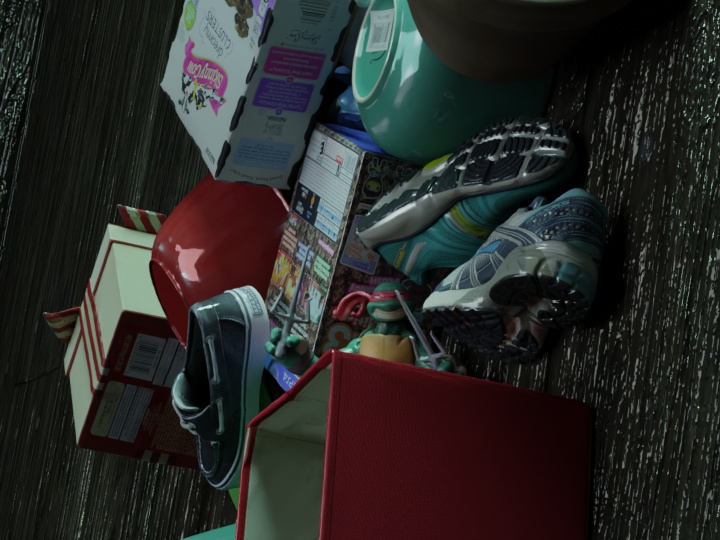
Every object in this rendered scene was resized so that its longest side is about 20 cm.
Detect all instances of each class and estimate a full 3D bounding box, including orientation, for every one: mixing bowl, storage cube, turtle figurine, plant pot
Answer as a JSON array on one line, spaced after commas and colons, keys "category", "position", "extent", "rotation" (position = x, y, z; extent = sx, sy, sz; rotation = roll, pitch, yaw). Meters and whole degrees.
[{"category": "mixing bowl", "position": [-0.111, 0.012, 1.848], "extent": [0.201, 0.108, 0.201], "rotation": [55, 162, 27]}, {"category": "storage cube", "position": [0.028, 0.173, 1.368], "extent": [0.171, 0.179, 0.201], "rotation": [136, 141, -59]}, {"category": "turtle figurine", "position": [0.017, 0.081, 1.546], "extent": [0.149, 0.101, 0.201], "rotation": [-3, 87, 29]}, {"category": "plant pot", "position": [0.099, -0.216, 1.434], "extent": [0.174, 0.199, 0.201], "rotation": [104, 170, -64]}]

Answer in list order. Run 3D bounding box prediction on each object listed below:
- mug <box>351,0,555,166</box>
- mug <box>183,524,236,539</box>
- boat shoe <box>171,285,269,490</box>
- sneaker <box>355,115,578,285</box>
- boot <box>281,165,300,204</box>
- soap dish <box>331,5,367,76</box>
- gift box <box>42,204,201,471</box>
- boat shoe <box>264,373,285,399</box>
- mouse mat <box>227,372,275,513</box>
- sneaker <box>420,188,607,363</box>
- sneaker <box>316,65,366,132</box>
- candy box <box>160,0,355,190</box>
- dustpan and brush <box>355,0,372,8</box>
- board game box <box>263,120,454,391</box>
[{"category": "mug", "position": [0.055, -0.141, 1.593], "extent": [0.153, 0.114, 0.185], "rotation": [-96, 26, -44]}, {"category": "mug", "position": [-0.067, 0.265, 1.642], "extent": [0.185, 0.114, 0.153], "rotation": [-14, 87, 61]}, {"category": "boat shoe", "position": [-0.119, 0.101, 1.734], "extent": [0.072, 0.067, 0.201], "rotation": [54, 146, 38]}, {"category": "sneaker", "position": [0.085, -0.047, 1.521], "extent": [0.200, 0.080, 0.078], "rotation": [-26, 23, 47]}, {"category": "boot", "position": [-0.069, -0.072, 1.899], "extent": [0.200, 0.070, 0.132], "rotation": [26, 142, 62]}, {"category": "soap dish", "position": [0.005, -0.281, 1.820], "extent": [0.158, 0.081, 0.201], "rotation": [-66, -2, -60]}, {"category": "gift box", "position": [-0.195, 0.061, 2.089], "extent": [0.185, 0.199, 0.187], "rotation": [-64, 21, 23]}, {"category": "boat shoe", "position": [-0.063, 0.152, 1.827], "extent": [0.202, 0.074, 0.065], "rotation": [-122, 42, -51]}, {"category": "mouse mat", "position": [-0.070, 0.183, 1.761], "extent": [0.201, 0.007, 0.161], "rotation": [63, 151, 26]}, {"category": "sneaker", "position": [0.110, 0.002, 1.438], "extent": [0.087, 0.077, 0.200], "rotation": [-65, 16, -21]}, {"category": "sneaker", "position": [-0.019, -0.146, 1.858], "extent": [0.200, 0.089, 0.079], "rotation": [-144, 68, -73]}, {"category": "candy box", "position": [-0.083, -0.194, 1.754], "extent": [0.168, 0.071, 0.201], "rotation": [56, 133, 51]}, {"category": "dustpan and brush", "position": [0.029, -0.210, 1.698], "extent": [0.200, 0.057, 0.140], "rotation": [-57, -18, -82]}, {"category": "board game box", "position": [0.000, 0.000, 1.693], "extent": [0.159, 0.096, 0.201], "rotation": [-141, 64, -70]}]
